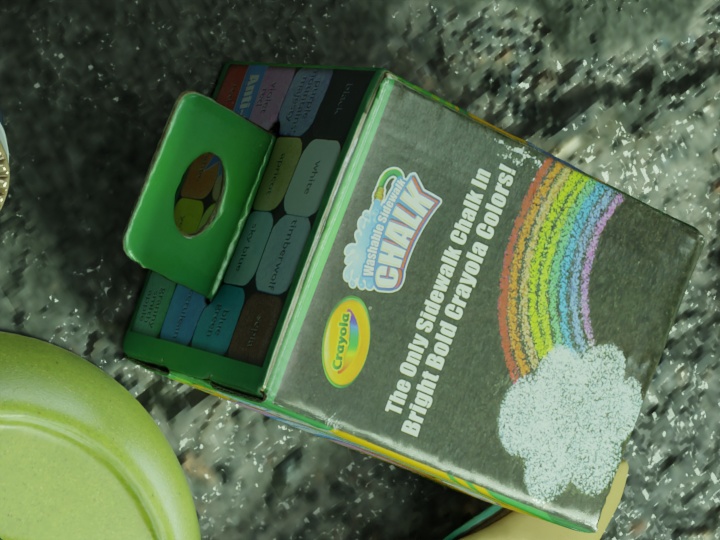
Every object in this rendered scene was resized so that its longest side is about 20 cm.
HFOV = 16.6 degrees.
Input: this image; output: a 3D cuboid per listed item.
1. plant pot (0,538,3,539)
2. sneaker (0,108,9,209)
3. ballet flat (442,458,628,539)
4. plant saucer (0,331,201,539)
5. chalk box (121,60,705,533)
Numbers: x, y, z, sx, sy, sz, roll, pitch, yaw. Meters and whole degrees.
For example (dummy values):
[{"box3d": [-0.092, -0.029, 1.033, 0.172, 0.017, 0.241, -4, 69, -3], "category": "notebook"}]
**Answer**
[{"box3d": [-0.214, 0.122, 0.737, 0.188, 0.200, 0.200, 39, 75, -14], "category": "plant pot"}, {"box3d": [-0.203, -0.012, 0.826, 0.199, 0.109, 0.070, -28, 114, 7], "category": "sneaker"}, {"box3d": [0.031, 0.137, 0.968, 0.199, 0.069, 0.063, -24, 73, -19], "category": "ballet flat"}, {"box3d": [-0.139, 0.123, 0.890, 0.199, 0.031, 0.201, -4, 97, -30], "category": "plant saucer"}, {"box3d": [0.000, 0.000, 0.907, 0.200, 0.124, 0.125, 25, 83, -29], "category": "chalk box"}]
